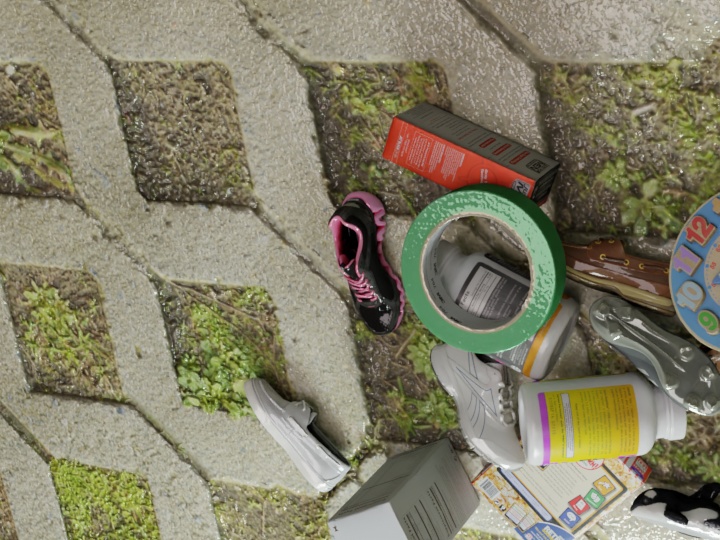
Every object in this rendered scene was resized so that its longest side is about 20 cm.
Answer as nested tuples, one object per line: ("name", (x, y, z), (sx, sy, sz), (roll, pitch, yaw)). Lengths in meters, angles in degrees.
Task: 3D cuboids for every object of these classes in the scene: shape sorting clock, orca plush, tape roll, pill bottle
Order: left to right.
("tape roll", (0.148, -0.002, 1.600), (0.198, 0.048, 0.203), (7, 106, 25))
("pill bottle", (0.171, 0.047, 1.694), (0.199, 0.116, 0.117), (28, 119, 17))
("pill bottle", (0.301, 0.183, 1.649), (0.197, 0.104, 0.106), (-5, 107, 1))
("orca plush", (0.440, 0.300, 1.667), (0.199, 0.105, 0.072), (5, 71, 51))
("shape sorting clock", (0.445, -0.003, 1.520), (0.199, 0.039, 0.203), (-17, 65, 40))

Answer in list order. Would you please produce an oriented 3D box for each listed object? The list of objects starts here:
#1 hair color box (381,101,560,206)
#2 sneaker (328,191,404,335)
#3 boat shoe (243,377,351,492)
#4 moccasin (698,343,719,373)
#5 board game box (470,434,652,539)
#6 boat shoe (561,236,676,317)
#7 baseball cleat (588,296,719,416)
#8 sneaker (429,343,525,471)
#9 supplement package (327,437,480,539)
("hair color box", (0.138, -0.138, 1.652), (0.198, 0.101, 0.062), (26, 117, 18))
("sneaker", (0.000, 0.000, 1.781), (0.078, 0.095, 0.202), (-8, 106, 28))
("boat shoe", (-0.091, 0.228, 1.932), (0.068, 0.072, 0.201), (-40, 80, 11))
("moccasin", (0.461, 0.054, 1.572), (0.077, 0.074, 0.202), (33, 130, 5))
("board game box", (0.266, 0.276, 1.767), (0.152, 0.046, 0.200), (47, 122, 6))
("boat shoe", (0.306, -0.008, 1.636), (0.198, 0.072, 0.068), (22, 89, 17))
("baseball cleat", (0.367, 0.103, 1.617), (0.070, 0.106, 0.200), (-46, 72, 2))
("sneaker", (0.167, 0.170, 1.747), (0.087, 0.074, 0.202), (-35, 73, 24))
("supplement package", (0.062, 0.332, 1.805), (0.113, 0.200, 0.110), (-24, 96, 33))
